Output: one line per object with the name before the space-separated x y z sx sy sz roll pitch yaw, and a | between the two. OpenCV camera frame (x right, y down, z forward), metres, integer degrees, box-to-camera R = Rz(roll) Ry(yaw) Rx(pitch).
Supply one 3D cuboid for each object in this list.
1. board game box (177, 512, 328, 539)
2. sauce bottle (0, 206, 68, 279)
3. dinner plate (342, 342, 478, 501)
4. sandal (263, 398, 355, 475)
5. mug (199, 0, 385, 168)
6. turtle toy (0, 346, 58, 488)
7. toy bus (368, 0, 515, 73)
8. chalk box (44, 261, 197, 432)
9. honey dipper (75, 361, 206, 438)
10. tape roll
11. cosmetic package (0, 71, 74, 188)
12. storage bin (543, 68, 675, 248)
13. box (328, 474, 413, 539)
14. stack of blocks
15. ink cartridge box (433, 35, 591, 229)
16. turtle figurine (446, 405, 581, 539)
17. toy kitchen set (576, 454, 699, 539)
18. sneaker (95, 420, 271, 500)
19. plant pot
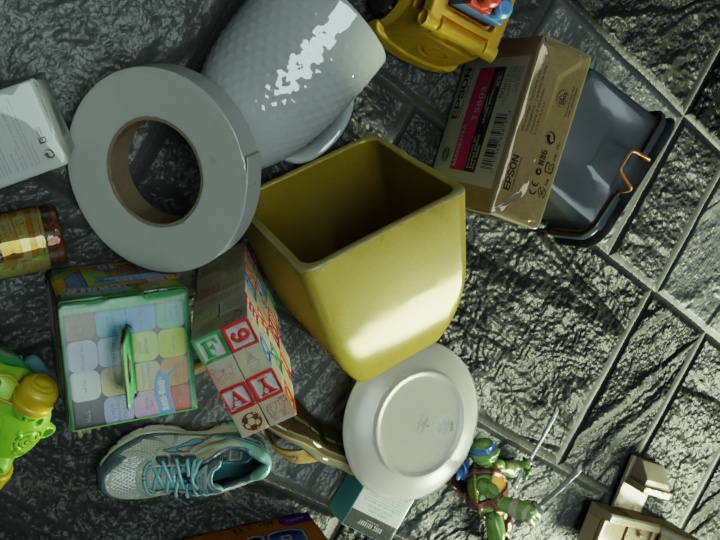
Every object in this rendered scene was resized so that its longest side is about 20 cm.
board game box | -0.117 0.432 0.953 0.197 0.199 0.203 -5 104 -24
sauce bottle | -0.386 -0.013 0.797 0.197 0.066 0.067 -16 108 -24
dinner plate | 0.070 0.188 1.028 0.198 0.024 0.204 -4 98 -29
sandal | -0.076 0.200 0.999 0.054 0.081 0.199 -44 122 11
mug | -0.074 -0.189 0.878 0.176 0.147 0.200 -49 148 -2
turtle toy | -0.388 0.116 0.804 0.198 0.102 0.146 28 112 -26
toy bus | 0.116 -0.327 0.900 0.134 0.192 0.203 19 92 -26
chalk box | -0.232 0.071 0.814 0.122 0.200 0.127 -7 105 -24
honey dipper | -0.223 0.129 0.927 0.198 0.038 0.039 -21 110 -23
tape roll | -0.193 -0.099 0.818 0.200 0.037 0.206 5 109 16
cosmetic package | -0.366 -0.105 0.744 0.197 0.113 0.082 -21 110 -11
storage bin | 0.281 -0.150 1.058 0.134 0.145 0.201 35 85 -17
box | 0.047 0.243 1.074 0.082 0.049 0.202 33 86 -27
stack of blocks | -0.121 0.064 0.863 0.058 0.200 0.116 -23 114 1
ink cartridge box | 0.167 -0.163 0.975 0.074 0.164 0.203 14 95 -25
turtle figurine | 0.220 0.316 1.124 0.197 0.144 0.197 -10 110 -20
toy kitchen set | 0.466 0.392 1.237 0.198 0.180 0.165 21 91 -32
sneaker | -0.192 0.216 0.931 0.197 0.086 0.079 -8 104 -24
plant pot | 0.000 0.000 0.927 0.192 0.195 0.202 -27 126 -18
